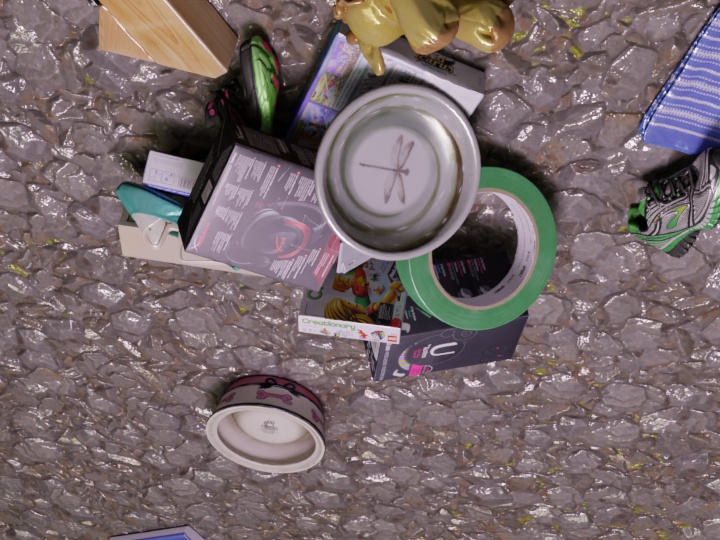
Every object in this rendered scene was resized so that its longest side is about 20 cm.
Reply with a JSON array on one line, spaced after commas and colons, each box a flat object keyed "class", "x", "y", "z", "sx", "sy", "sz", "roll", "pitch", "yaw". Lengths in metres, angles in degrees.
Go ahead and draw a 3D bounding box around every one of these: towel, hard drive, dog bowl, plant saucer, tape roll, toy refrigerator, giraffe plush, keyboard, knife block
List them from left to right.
[{"class": "knife block", "x": -0.227, "y": -0.312, "z": 1.241, "sx": 0.199, "sy": 0.064, "sz": 0.176, "roll": 14, "pitch": 141, "yaw": -4}, {"class": "hard drive", "x": -0.400, "y": 0.576, "z": 2.354, "sx": 0.199, "sy": 0.025, "sz": 0.132, "roll": -14, "pitch": 134, "yaw": 27}, {"class": "toy refrigerator", "x": -0.215, "y": -0.055, "z": 1.533, "sx": 0.199, "sy": 0.076, "sz": 0.070, "roll": 9, "pitch": 140, "yaw": 4}, {"class": "dog bowl", "x": -0.149, "y": 0.249, "z": 1.876, "sx": 0.199, "sy": 0.074, "sz": 0.201, "roll": 7, "pitch": 140, "yaw": 6}, {"class": "plant saucer", "x": 0.037, "y": -0.113, "z": 1.303, "sx": 0.199, "sy": 0.050, "sz": 0.201, "roll": -5, "pitch": 105, "yaw": -19}, {"class": "keyboard", "x": 0.051, "y": -0.059, "z": 1.408, "sx": 0.011, "sy": 0.200, "sz": 0.056, "roll": 41, "pitch": 147, "yaw": 31}, {"class": "giraffe plush", "x": 0.044, "y": -0.280, "z": 1.167, "sx": 0.199, "sy": 0.173, "sz": 0.162, "roll": 13, "pitch": 163, "yaw": -19}, {"class": "tape roll", "x": 0.142, "y": -0.029, "z": 1.403, "sx": 0.200, "sy": 0.201, "sz": 0.048, "roll": 31, "pitch": 178, "yaw": -23}, {"class": "towel", "x": 0.412, "y": -0.197, "z": 1.265, "sx": 0.144, "sy": 0.024, "sz": 0.200, "roll": 15, "pitch": 140, "yaw": -7}]

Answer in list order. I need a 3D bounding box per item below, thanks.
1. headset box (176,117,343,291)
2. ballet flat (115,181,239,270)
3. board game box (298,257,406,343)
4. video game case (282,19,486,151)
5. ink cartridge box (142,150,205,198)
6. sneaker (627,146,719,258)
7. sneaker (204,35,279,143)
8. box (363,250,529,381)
[{"class": "headset box", "x": -0.094, "y": -0.071, "z": 1.351, "sx": 0.199, "sy": 0.075, "sz": 0.149, "roll": 17, "pitch": 114, "yaw": -26}, {"class": "ballet flat", "x": -0.229, "y": -0.051, "z": 1.453, "sx": 0.199, "sy": 0.071, "sz": 0.067, "roll": 20, "pitch": 161, "yaw": 4}, {"class": "board game box", "x": 0.000, "y": 0.000, "z": 1.451, "sx": 0.126, "sy": 0.201, "sz": 0.035, "roll": 7, "pitch": 138, "yaw": 4}, {"class": "video game case", "x": 0.023, "y": -0.187, "z": 1.346, "sx": 0.181, "sy": 0.046, "sz": 0.200, "roll": 20, "pitch": 139, "yaw": -13}, {"class": "ink cartridge box", "x": -0.168, "y": -0.104, "z": 1.452, "sx": 0.199, "sy": 0.044, "sz": 0.094, "roll": 13, "pitch": 178, "yaw": -1}, {"class": "sneaker", "x": 0.375, "y": -0.081, "z": 1.352, "sx": 0.085, "sy": 0.078, "sz": 0.200, "roll": 18, "pitch": 150, "yaw": -2}, {"class": "sneaker", "x": -0.143, "y": -0.190, "z": 1.357, "sx": 0.083, "sy": 0.077, "sz": 0.200, "roll": 10, "pitch": 139, "yaw": -5}, {"class": "box", "x": 0.106, "y": 0.061, "z": 1.515, "sx": 0.199, "sy": 0.106, "sz": 0.122, "roll": -9, "pitch": 149, "yaw": -10}]
